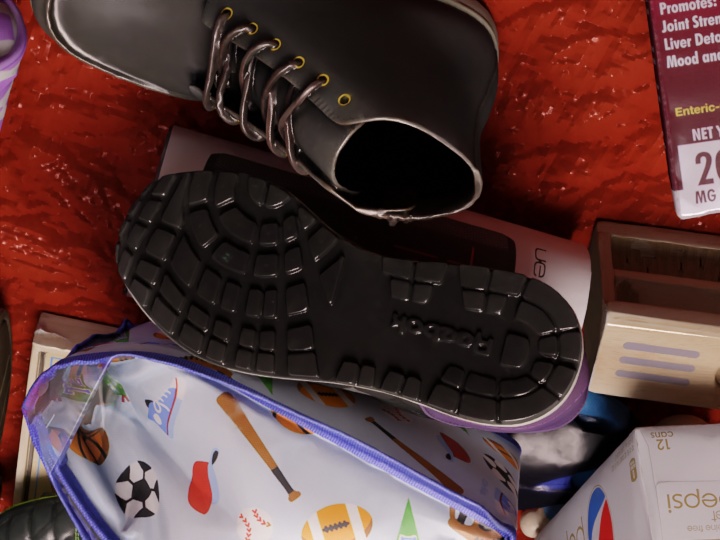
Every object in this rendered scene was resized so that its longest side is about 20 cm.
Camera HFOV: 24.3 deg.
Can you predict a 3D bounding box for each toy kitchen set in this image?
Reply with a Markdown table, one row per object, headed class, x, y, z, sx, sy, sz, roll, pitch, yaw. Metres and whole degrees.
| class | x | y | z | sx | sy | sz | roll | pitch | yaw |
| --- | --- | --- | --- | --- | --- | --- | --- | --- | --- |
| toy kitchen set | 0.200 | -0.009 | 0.676 | 0.180 | 0.163 | 0.200 | 7 | 128 | -1 |

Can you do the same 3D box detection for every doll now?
| class | x | y | z | sx | sy | sz | roll | pitch | yaw |
| --- | --- | --- | --- | --- | --- | --- | --- | --- | --- |
| doll | 0.081 | 0.097 | 0.844 | 0.199 | 0.049 | 0.137 | -6 | 136 | 6 |

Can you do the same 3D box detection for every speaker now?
| class | x | y | z | sx | sy | sz | roll | pitch | yaw |
| --- | --- | --- | --- | --- | --- | --- | --- | --- | --- |
| speaker | 0.000 | 0.000 | 0.753 | 0.200 | 0.081 | 0.081 | 16 | 128 | -7 |

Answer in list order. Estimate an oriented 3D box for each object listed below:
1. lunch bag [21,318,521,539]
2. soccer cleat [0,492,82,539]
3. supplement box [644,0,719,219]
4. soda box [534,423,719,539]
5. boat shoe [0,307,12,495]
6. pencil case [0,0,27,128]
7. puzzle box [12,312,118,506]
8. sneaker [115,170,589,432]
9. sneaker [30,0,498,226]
| class | x | y | z | sx | sy | sz | roll | pitch | yaw |
| --- | --- | --- | --- | --- | --- | --- | --- | --- | --- |
| lunch bag | -0.041 | 0.091 | 0.731 | 0.200 | 0.170 | 0.124 | 30 | 96 | 1 |
| soccer cleat | -0.096 | 0.167 | 0.860 | 0.200 | 0.081 | 0.068 | 14 | 128 | -6 |
| supplement box | 0.153 | -0.127 | 0.599 | 0.109 | 0.061 | 0.201 | -8 | 98 | 11 |
| soda box | 0.137 | 0.130 | 0.782 | 0.068 | 0.064 | 0.200 | -2 | 157 | -8 |
| boat shoe | -0.219 | 0.096 | 0.853 | 0.068 | 0.072 | 0.200 | 12 | 128 | -6 |
| pencil case | -0.209 | -0.043 | 0.734 | 0.084 | 0.086 | 0.200 | 18 | 129 | -15 |
| puzzle box | -0.117 | 0.115 | 0.889 | 0.133 | 0.025 | 0.200 | 12 | 128 | -3 |
| sneaker | -0.004 | 0.024 | 0.681 | 0.200 | 0.076 | 0.088 | 21 | 170 | 17 |
| sneaker | -0.041 | -0.084 | 0.673 | 0.199 | 0.106 | 0.075 | 9 | 129 | -2 |
